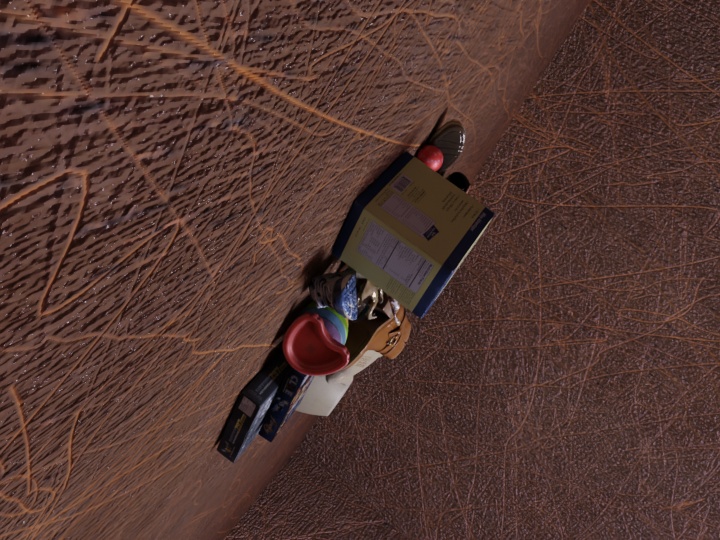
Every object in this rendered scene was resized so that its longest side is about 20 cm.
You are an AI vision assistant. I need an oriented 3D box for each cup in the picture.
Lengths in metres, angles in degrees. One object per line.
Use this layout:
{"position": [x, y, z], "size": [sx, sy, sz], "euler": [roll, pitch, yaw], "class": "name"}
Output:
{"position": [-0.104, 0.258, 1.638], "size": [0.201, 0.142, 0.200], "euler": [-54, 172, -10], "class": "cup"}

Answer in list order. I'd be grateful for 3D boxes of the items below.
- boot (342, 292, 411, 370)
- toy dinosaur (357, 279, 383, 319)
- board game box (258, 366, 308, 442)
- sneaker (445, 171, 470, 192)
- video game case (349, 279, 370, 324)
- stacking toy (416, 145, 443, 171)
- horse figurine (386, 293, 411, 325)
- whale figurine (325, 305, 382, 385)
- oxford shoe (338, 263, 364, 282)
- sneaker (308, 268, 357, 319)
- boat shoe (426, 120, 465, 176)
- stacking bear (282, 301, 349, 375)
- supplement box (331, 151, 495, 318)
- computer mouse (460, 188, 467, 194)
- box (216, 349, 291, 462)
{"position": [0.031, 0.149, 1.436], "size": [0.201, 0.073, 0.155], "euler": [-51, 142, -12], "class": "boot"}
{"position": [0.016, 0.036, 1.318], "size": [0.200, 0.058, 0.102], "euler": [-50, 157, -53], "class": "toy dinosaur"}
{"position": [-0.130, 0.234, 1.394], "size": [0.201, 0.034, 0.136], "euler": [-63, 173, 34], "class": "board game box"}
{"position": [0.180, -0.126, 1.476], "size": [0.112, 0.076, 0.202], "euler": [108, -5, -62], "class": "sneaker"}
{"position": [-0.024, 0.069, 1.505], "size": [0.201, 0.022, 0.182], "euler": [-51, -166, 2], "class": "video game case"}
{"position": [0.116, -0.170, 1.440], "size": [0.085, 0.085, 0.201], "euler": [-47, 163, -47], "class": "stacking toy"}
{"position": [0.085, 0.007, 1.322], "size": [0.133, 0.049, 0.202], "euler": [65, 38, -49], "class": "horse figurine"}
{"position": [-0.013, 0.163, 1.551], "size": [0.158, 0.104, 0.201], "euler": [13, 116, -44], "class": "whale figurine"}
{"position": [0.000, 0.000, 1.417], "size": [0.071, 0.073, 0.200], "euler": [-52, 172, -26], "class": "oxford shoe"}
{"position": [-0.048, 0.043, 1.202], "size": [0.200, 0.084, 0.078], "euler": [-88, 174, -85], "class": "sneaker"}
{"position": [0.164, -0.248, 1.462], "size": [0.201, 0.071, 0.077], "euler": [122, -13, -49], "class": "boat shoe"}
{"position": [-0.067, 0.101, 1.327], "size": [0.113, 0.122, 0.200], "euler": [-35, -168, 26], "class": "stacking bear"}
{"position": [0.094, -0.066, 1.229], "size": [0.200, 0.199, 0.135], "euler": [-48, 171, -43], "class": "supplement box"}
{"position": [0.118, -0.115, 1.411], "size": [0.200, 0.141, 0.046], "euler": [-42, -167, 0], "class": "computer mouse"}
{"position": [-0.204, 0.269, 1.393], "size": [0.158, 0.051, 0.201], "euler": [-46, 168, -51], "class": "box"}
